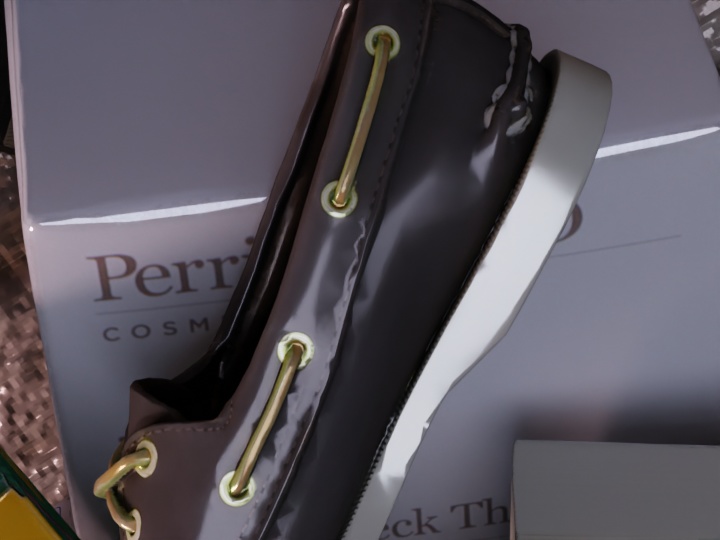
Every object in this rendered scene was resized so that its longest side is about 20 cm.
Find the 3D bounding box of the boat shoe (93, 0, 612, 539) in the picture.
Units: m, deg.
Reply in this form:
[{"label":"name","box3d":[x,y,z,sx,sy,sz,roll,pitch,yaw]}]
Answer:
[{"label":"boat shoe","box3d":[-0.020,0.034,0.574,0.060,0.072,0.202,28,93,-9]}]

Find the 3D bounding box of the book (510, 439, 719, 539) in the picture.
[{"label":"book","box3d":[0.102,0.118,0.687,0.133,0.048,0.201,0,135,2]}]

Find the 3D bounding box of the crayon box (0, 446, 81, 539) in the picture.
[{"label":"crayon box","box3d":[-0.087,0.131,0.646,0.119,0.058,0.200,-39,129,-6]}]

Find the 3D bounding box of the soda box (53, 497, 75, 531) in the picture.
[{"label":"soda box","box3d":[-0.148,0.161,0.848,0.200,0.064,0.068,-35,111,7]}]

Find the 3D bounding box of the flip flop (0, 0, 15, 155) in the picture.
[{"label":"flip flop","box3d":[-0.057,-0.117,0.760,0.081,0.058,0.200,21,122,-23]}]

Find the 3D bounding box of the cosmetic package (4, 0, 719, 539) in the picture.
[{"label":"cosmetic package","box3d":[0.000,0.000,0.722,0.166,0.167,0.201,-8,131,-3]}]

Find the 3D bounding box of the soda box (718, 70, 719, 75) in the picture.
[{"label":"soda box","box3d":[0.127,0.007,0.749,0.068,0.200,0.064,-33,113,6]}]
